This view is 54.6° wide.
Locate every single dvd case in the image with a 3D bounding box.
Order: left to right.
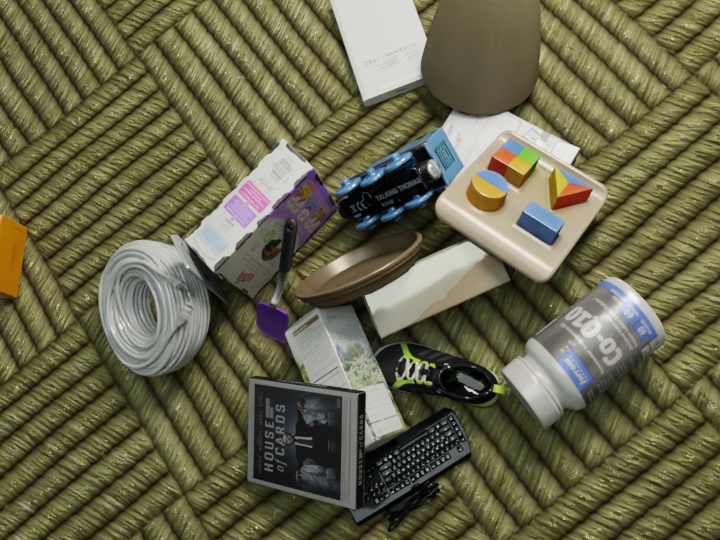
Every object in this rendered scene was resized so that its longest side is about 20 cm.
[{"bbox_3d":[-0.079,0.232,0.961,0.197,0.025,0.153,1,90,35],"label":"dvd case"}]

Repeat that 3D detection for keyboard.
[{"bbox_3d":[-0.228,0.004,1.011,0.011,0.200,0.057,-24,72,-1],"label":"keyboard"},{"bbox_3d":[0.066,0.283,0.972,0.198,0.040,0.105,-33,72,2],"label":"keyboard"}]

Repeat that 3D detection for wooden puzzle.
[{"bbox_3d":[0.227,-0.103,0.959,0.184,0.047,0.200,35,59,16],"label":"wooden puzzle"}]

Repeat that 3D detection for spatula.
[{"bbox_3d":[-0.118,0.016,1.026,0.056,0.021,0.203,20,113,14],"label":"spatula"}]

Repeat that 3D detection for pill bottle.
[{"bbox_3d":[0.294,0.112,0.934,0.199,0.114,0.114,-38,73,-1],"label":"pill bottle"}]

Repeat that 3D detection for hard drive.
[{"bbox_3d":[0.038,-0.384,1.150,0.130,0.026,0.203,-19,73,5],"label":"hard drive"}]

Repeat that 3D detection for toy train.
[{"bbox_3d":[0.051,-0.128,1.015,0.087,0.198,0.114,56,47,-13],"label":"toy train"}]

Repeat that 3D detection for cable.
[{"bbox_3d":[-0.311,0.054,1.041,0.200,0.069,0.202,42,119,25],"label":"cable"}]

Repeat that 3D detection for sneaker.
[{"bbox_3d":[0.105,0.140,0.976,0.196,0.083,0.073,9,77,14],"label":"sneaker"}]

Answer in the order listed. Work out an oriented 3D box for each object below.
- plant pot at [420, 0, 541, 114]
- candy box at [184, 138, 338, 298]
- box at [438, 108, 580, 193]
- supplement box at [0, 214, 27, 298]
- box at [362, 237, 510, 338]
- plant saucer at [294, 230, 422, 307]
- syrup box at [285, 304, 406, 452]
[{"bbox_3d":[0.183,-0.365,1.007,0.183,0.201,0.190,-1,63,2],"label":"plant pot"},{"bbox_3d":[-0.139,-0.070,1.030,0.071,0.168,0.200,42,86,17],"label":"candy box"},{"bbox_3d":[0.205,-0.161,1.057,0.198,0.041,0.157,31,82,15],"label":"box"},{"bbox_3d":[-0.672,-0.021,1.164,0.196,0.074,0.128,-2,75,10],"label":"supplement box"},{"bbox_3d":[0.104,0.019,0.997,0.197,0.095,0.079,-24,88,5],"label":"box"},{"bbox_3d":[0.000,0.000,0.988,0.197,0.200,0.030,-24,103,4],"label":"plant saucer"},{"bbox_3d":[-0.023,0.155,0.986,0.081,0.078,0.202,-37,69,33],"label":"syrup box"}]
